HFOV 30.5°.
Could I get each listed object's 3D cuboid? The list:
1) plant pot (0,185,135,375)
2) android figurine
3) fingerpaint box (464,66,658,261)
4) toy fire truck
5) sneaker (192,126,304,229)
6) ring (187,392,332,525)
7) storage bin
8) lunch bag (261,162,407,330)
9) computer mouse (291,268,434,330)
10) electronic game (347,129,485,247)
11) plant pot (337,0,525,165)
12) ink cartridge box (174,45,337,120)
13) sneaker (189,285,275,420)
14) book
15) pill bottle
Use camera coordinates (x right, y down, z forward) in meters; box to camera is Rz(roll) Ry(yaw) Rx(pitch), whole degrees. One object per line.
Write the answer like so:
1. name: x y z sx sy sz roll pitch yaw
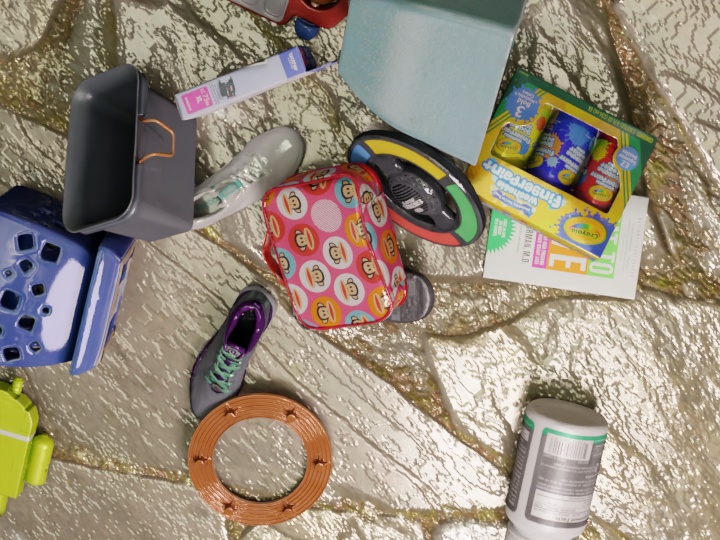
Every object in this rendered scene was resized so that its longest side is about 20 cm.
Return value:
1. plant pot: -0.396 0.018 1.695 0.177 0.200 0.203 14 101 -6
2. android figurine: -0.513 0.234 1.818 0.179 0.041 0.203 15 102 2
3. fingerpaint box: 0.244 -0.131 1.653 0.198 0.073 0.169 28 89 3
4. toy fire truck: -0.079 -0.382 1.647 0.198 0.113 0.169 25 126 0
5. sneaker: -0.158 -0.110 1.702 0.199 0.089 0.076 -35 95 9
6. ring: -0.136 0.260 1.787 0.197 0.019 0.203 -1 112 -2
7. storage bin: -0.270 -0.136 1.644 0.144 0.134 0.203 -13 69 34
8. lunch bag: -0.043 -0.026 1.667 0.174 0.082 0.203 -9 105 28
9. computer mouse: 0.000 0.000 1.736 0.197 0.046 0.143 -5 105 17
10. electronic game: 0.069 -0.100 1.646 0.199 0.200 0.042 37 66 -3
11. plant pot: 0.084 -0.282 1.568 0.197 0.198 0.197 18 134 3
12. ink cartridge box: -0.127 -0.242 1.658 0.197 0.119 0.043 -18 98 8
13. sneaker: -0.180 0.115 1.747 0.074 0.088 0.202 25 101 -1
14. book: 0.264 -0.044 1.710 0.197 0.048 0.136 8 96 3
15. pill bottle: 0.252 0.281 1.734 0.111 0.113 0.203 12 102 2
